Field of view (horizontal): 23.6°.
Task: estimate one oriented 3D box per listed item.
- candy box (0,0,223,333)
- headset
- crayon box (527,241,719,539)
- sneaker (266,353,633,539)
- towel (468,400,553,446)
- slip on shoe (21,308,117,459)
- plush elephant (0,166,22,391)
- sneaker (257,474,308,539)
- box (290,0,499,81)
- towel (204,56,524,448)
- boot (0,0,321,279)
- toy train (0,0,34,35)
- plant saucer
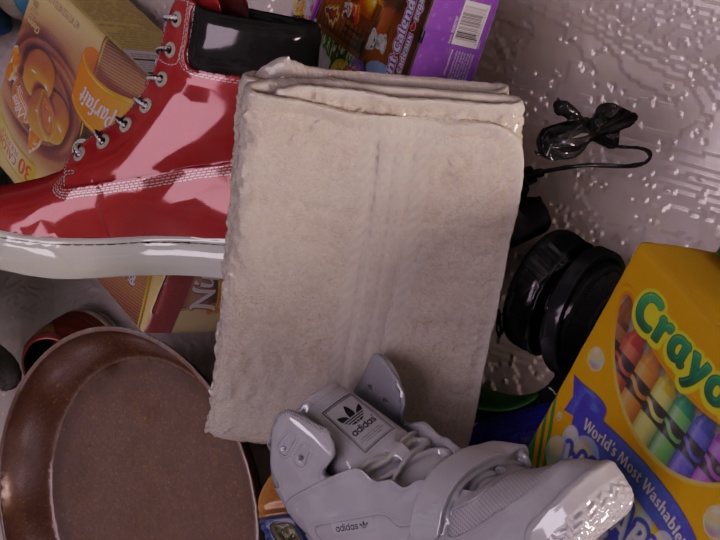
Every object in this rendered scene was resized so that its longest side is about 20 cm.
[{"bbox_3d":[-0.130,-0.068,0.956,0.200,0.055,0.116,43,121,37],"label":"candy box"},{"bbox_3d":[0.073,-0.004,0.847,0.124,0.094,0.200,47,129,17],"label":"headset"},{"bbox_3d":[0.137,0.080,0.725,0.126,0.051,0.201,52,126,44],"label":"crayon box"},{"bbox_3d":[0.026,0.091,0.741,0.115,0.075,0.200,58,144,3],"label":"sneaker"},{"bbox_3d":[0.120,0.132,0.844,0.199,0.050,0.148,-19,102,32],"label":"towel"},{"bbox_3d":[-0.132,0.109,1.010,0.074,0.061,0.200,-45,75,26],"label":"slip on shoe"},{"bbox_3d":[-0.262,0.022,1.000,0.165,0.200,0.155,-44,69,20],"label":"plush elephant"},{"bbox_3d":[0.023,0.182,0.869,0.075,0.088,0.201,-29,70,2],"label":"sneaker"},{"bbox_3d":[-0.007,-0.071,0.884,0.137,0.039,0.201,45,122,54],"label":"box"},{"bbox_3d":[0.000,0.000,0.790,0.131,0.035,0.201,6,122,-6],"label":"towel"},{"bbox_3d":[-0.113,-0.071,0.832,0.198,0.072,0.145,-1,106,11],"label":"boot"},{"bbox_3d":[-0.245,-0.233,1.027,0.115,0.085,0.202,-9,92,22],"label":"toy train"},{"bbox_3d":[-0.121,0.129,0.940,0.199,0.034,0.202,5,98,37],"label":"plant saucer"}]
